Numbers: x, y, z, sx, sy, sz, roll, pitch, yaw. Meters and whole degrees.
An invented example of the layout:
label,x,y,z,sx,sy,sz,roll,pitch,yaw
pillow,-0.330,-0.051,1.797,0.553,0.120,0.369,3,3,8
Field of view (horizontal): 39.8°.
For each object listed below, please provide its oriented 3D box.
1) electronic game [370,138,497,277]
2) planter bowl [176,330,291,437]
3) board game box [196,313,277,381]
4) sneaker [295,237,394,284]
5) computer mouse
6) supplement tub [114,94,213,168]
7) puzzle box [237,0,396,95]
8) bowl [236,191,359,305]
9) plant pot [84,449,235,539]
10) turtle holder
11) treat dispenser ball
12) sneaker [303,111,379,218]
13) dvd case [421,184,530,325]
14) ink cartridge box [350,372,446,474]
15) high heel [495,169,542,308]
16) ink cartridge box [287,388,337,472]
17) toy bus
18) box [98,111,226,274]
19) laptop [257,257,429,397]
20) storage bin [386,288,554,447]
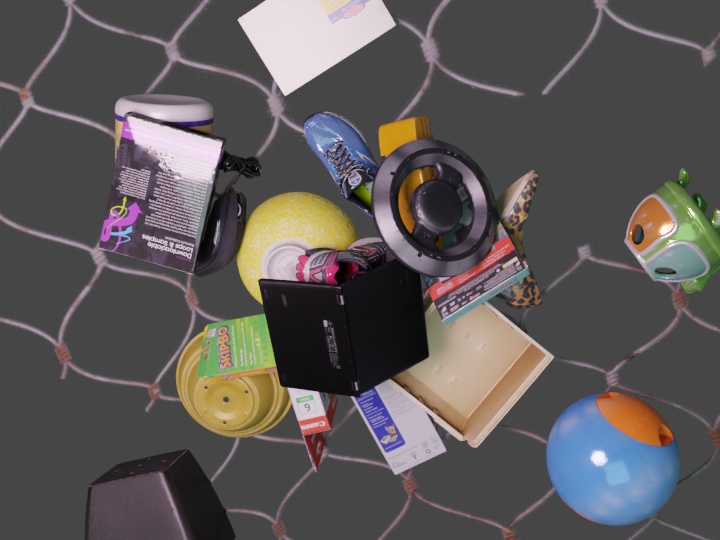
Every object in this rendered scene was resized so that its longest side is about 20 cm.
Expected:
label,x,y,z,sx,sy,sz,roll,pitch,yaw
electronic game,0.106,-0.089,1.404,0.199,0.042,0.201,6,76,-23
planter bowl,-0.210,0.195,1.609,0.199,0.083,0.201,1,105,4
board game box,-0.160,0.114,1.532,0.199,0.096,0.030,-9,146,23
sneaker,0.000,0.000,1.485,0.074,0.199,0.081,11,108,46
computer mouse,-0.205,-0.080,1.480,0.046,0.140,0.201,25,93,21
supplement tub,-0.293,-0.155,1.484,0.145,0.145,0.201,5,106,3
puzzle box,-0.063,-0.366,1.468,0.199,0.025,0.133,-29,101,12
bowl,-0.101,-0.012,1.529,0.199,0.108,0.201,1,107,4
plant pot,-0.341,0.405,1.630,0.199,0.200,0.178,-14,94,8
turtle holder,0.469,-0.048,1.471,0.132,0.185,0.141,-38,68,13
treat dispenser ball,0.386,0.288,1.527,0.200,0.201,0.202,1,106,4
sneaker,-0.010,-0.155,1.490,0.078,0.089,0.200,-41,99,13
dvd case,0.150,-0.033,1.471,0.146,0.200,0.022,-33,140,12
ink cartridge box,0.053,0.226,1.620,0.099,0.039,0.201,-26,104,10
high heel,0.256,-0.043,1.521,0.142,0.071,0.201,26,105,-14
ink cartridge box,-0.072,0.206,1.587,0.050,0.109,0.201,-14,105,9
toy bus,0.080,-0.123,1.473,0.065,0.078,0.201,-9,93,29
box,-0.280,-0.108,1.403,0.142,0.036,0.201,16,105,0
laptop,-0.020,0.072,1.430,0.199,0.116,0.188,4,122,21
storage bin,0.151,0.137,1.537,0.200,0.094,0.199,38,95,-11
